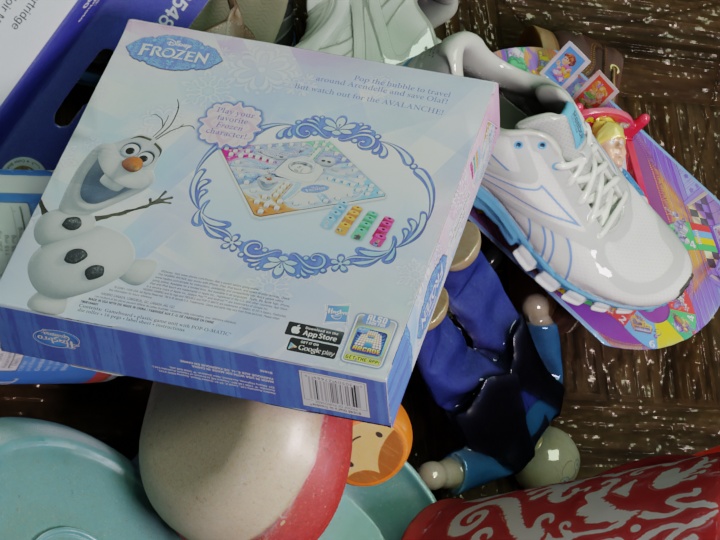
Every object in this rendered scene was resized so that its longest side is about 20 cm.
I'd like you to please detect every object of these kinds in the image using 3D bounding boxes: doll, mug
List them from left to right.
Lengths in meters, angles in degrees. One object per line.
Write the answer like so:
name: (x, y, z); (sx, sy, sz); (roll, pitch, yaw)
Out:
doll: (0.069, 0.062, 1.528); (0.137, 0.048, 0.200); (-60, 141, -23)
mug: (0.135, 0.144, 1.428); (0.133, 0.200, 0.178); (38, 49, -34)

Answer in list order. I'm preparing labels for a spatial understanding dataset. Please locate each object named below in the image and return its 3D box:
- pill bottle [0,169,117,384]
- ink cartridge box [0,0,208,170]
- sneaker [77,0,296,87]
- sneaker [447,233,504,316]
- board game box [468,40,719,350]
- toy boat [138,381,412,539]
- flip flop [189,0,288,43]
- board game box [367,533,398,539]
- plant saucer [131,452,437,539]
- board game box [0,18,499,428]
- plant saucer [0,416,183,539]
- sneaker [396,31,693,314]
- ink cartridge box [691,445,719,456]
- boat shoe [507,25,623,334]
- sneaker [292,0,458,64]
pill bottle: (-0.217, 0.003, 1.417); (0.200, 0.112, 0.113); (1, 69, -27)
ink cartridge box: (-0.204, -0.134, 1.448); (0.200, 0.200, 0.041); (35, 15, -10)
sneaker: (-0.124, -0.140, 1.538); (0.199, 0.071, 0.083); (6, 102, -31)
sneaker: (0.000, -0.001, 1.537); (0.200, 0.100, 0.070); (-19, 79, -34)
board game box: (0.136, -0.051, 1.574); (0.200, 0.039, 0.158); (43, 46, -2)
toy boat: (-0.027, 0.066, 1.421); (0.131, 0.130, 0.200); (36, 45, -26)
flip flop: (-0.085, -0.096, 1.500); (0.081, 0.058, 0.200); (16, 100, -36)
board game box: (0.088, 0.216, 1.541); (0.200, 0.023, 0.105); (15, 61, -22)
plant saucer: (-0.046, 0.167, 1.469); (0.199, 0.036, 0.200); (7, 66, -15)
board game box: (-0.052, -0.027, 1.368); (0.200, 0.043, 0.199); (11, 52, 14)
plant saucer: (-0.144, 0.159, 1.363); (0.200, 0.027, 0.201); (24, 49, -31)
sneaker: (0.103, -0.053, 1.486); (0.200, 0.087, 0.075); (37, 57, -9)
ink cartridge box: (0.189, 0.167, 1.505); (0.057, 0.162, 0.200); (27, 57, -31)
boat shoe: (0.128, -0.053, 1.647); (0.070, 0.070, 0.200); (14, 63, -21)
sneaker: (0.005, -0.100, 1.542); (0.099, 0.078, 0.200); (10, 60, 12)
